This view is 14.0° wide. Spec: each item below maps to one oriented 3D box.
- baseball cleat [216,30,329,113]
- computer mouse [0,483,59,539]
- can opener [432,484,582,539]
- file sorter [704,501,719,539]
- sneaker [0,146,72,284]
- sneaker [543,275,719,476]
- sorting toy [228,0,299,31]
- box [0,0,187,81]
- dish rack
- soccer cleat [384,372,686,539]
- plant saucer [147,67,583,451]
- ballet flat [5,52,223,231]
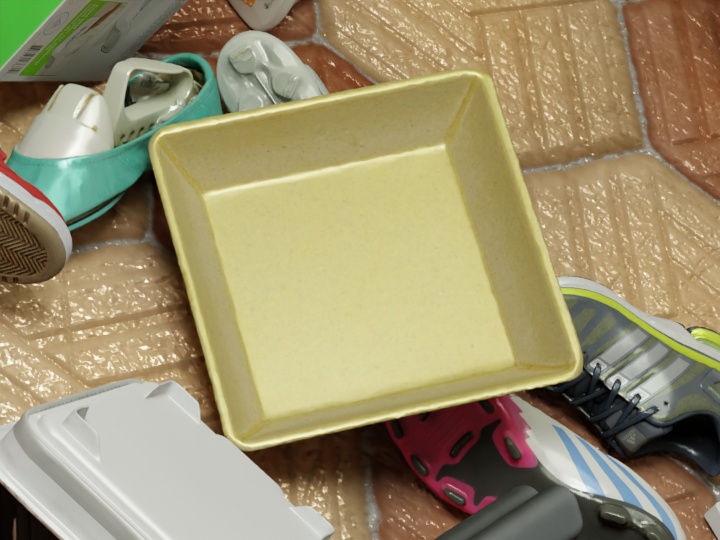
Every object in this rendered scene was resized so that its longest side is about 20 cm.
[{"bbox_3d":[-0.014,-0.052,1.715,0.200,0.070,0.106,65,11,3],"label":"baseball cleat"},{"bbox_3d":[-0.111,0.165,1.438,0.140,0.046,0.200,13,45,-27],"label":"computer mouse"},{"bbox_3d":[0.044,0.181,1.535,0.200,0.053,0.067,-28,105,-39],"label":"can opener"},{"bbox_3d":[0.338,0.156,1.743,0.200,0.125,0.139,-5,55,-42],"label":"file sorter"},{"bbox_3d":[-0.227,-0.073,1.550,0.200,0.071,0.113,28,39,3],"label":"sneaker"},{"bbox_3d":[0.149,0.063,1.730,0.199,0.074,0.081,16,46,-24],"label":"sneaker"},{"bbox_3d":[-0.010,-0.274,1.848,0.107,0.180,0.200,42,38,4],"label":"sorting toy"},{"bbox_3d":[-0.134,-0.203,1.620,0.097,0.200,0.176,47,15,8],"label":"box"},{"bbox_3d":[-0.087,0.115,1.446,0.172,0.044,0.200,41,13,10],"label":"dish rack"},{"bbox_3d":[0.097,0.115,1.651,0.200,0.070,0.086,37,14,3],"label":"soccer cleat"},{"bbox_3d":[0.000,0.000,1.608,0.199,0.048,0.200,-12,64,-11],"label":"plant saucer"},{"bbox_3d":[-0.145,-0.077,1.628,0.067,0.071,0.200,10,25,29],"label":"ballet flat"}]
